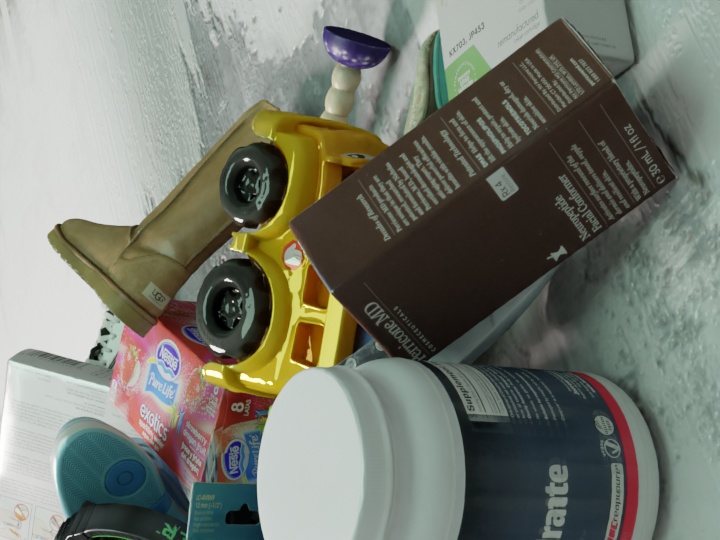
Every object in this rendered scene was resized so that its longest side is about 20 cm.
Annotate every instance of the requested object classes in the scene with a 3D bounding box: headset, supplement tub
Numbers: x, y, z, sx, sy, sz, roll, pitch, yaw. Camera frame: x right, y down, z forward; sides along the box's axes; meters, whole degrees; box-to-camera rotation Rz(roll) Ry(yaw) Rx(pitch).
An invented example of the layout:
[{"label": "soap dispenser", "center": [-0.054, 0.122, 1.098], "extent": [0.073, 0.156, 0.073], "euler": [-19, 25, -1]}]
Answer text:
[{"label": "headset", "center": [-0.178, 0.231, 1.408], "extent": [0.200, 0.123, 0.094], "euler": [-25, 34, 47]}, {"label": "supplement tub", "center": [0.057, 0.122, 1.123], "extent": [0.140, 0.200, 0.141], "euler": [-15, 72, 58]}]

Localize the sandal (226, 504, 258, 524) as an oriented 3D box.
[{"label": "sandal", "center": [-0.079, 0.228, 1.494], "extent": [0.075, 0.048, 0.201], "euler": [105, 165, -46]}]

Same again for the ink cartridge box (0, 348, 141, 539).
[{"label": "ink cartridge box", "center": [-0.240, 0.182, 1.702], "extent": [0.161, 0.050, 0.200], "euler": [13, 106, 21]}]

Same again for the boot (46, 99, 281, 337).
[{"label": "boot", "center": [-0.138, -0.054, 1.543], "extent": [0.200, 0.066, 0.175], "euler": [-47, 41, -3]}]

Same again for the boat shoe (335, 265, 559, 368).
[{"label": "boat shoe", "center": [0.035, 0.040, 1.211], "extent": [0.068, 0.200, 0.072], "euler": [49, 179, 9]}]

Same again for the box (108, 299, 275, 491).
[{"label": "box", "center": [-0.110, 0.097, 1.518], "extent": [0.200, 0.100, 0.096], "euler": [36, 116, 57]}]

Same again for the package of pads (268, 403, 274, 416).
[{"label": "package of pads", "center": [-0.009, 0.193, 1.289], "extent": [0.155, 0.068, 0.200], "euler": [47, -141, -72]}]

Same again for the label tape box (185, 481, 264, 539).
[{"label": "label tape box", "center": [-0.060, 0.248, 1.353], "extent": [0.066, 0.143, 0.200], "euler": [0, 83, 28]}]

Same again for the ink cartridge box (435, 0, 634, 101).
[{"label": "ink cartridge box", "center": [0.100, -0.201, 1.238], "extent": [0.117, 0.067, 0.200], "euler": [-36, 55, 53]}]

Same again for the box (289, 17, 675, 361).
[{"label": "box", "center": [0.071, -0.041, 1.132], "extent": [0.200, 0.100, 0.075], "euler": [-36, 46, 7]}]

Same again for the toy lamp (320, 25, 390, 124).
[{"label": "toy lamp", "center": [-0.027, -0.077, 1.452], "extent": [0.058, 0.058, 0.200], "euler": [42, 119, 55]}]

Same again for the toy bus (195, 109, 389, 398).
[{"label": "toy bus", "center": [0.000, 0.000, 1.331], "extent": [0.192, 0.136, 0.200], "euler": [11, 92, 47]}]

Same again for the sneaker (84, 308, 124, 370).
[{"label": "sneaker", "center": [-0.218, 0.083, 1.737], "extent": [0.072, 0.072, 0.200], "euler": [23, 104, 61]}]

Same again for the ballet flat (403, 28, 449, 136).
[{"label": "ballet flat", "center": [0.056, -0.076, 1.272], "extent": [0.062, 0.067, 0.200], "euler": [115, 170, -47]}]

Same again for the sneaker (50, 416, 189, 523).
[{"label": "sneaker", "center": [-0.192, 0.158, 1.512], "extent": [0.131, 0.079, 0.200], "euler": [52, 173, 49]}]
